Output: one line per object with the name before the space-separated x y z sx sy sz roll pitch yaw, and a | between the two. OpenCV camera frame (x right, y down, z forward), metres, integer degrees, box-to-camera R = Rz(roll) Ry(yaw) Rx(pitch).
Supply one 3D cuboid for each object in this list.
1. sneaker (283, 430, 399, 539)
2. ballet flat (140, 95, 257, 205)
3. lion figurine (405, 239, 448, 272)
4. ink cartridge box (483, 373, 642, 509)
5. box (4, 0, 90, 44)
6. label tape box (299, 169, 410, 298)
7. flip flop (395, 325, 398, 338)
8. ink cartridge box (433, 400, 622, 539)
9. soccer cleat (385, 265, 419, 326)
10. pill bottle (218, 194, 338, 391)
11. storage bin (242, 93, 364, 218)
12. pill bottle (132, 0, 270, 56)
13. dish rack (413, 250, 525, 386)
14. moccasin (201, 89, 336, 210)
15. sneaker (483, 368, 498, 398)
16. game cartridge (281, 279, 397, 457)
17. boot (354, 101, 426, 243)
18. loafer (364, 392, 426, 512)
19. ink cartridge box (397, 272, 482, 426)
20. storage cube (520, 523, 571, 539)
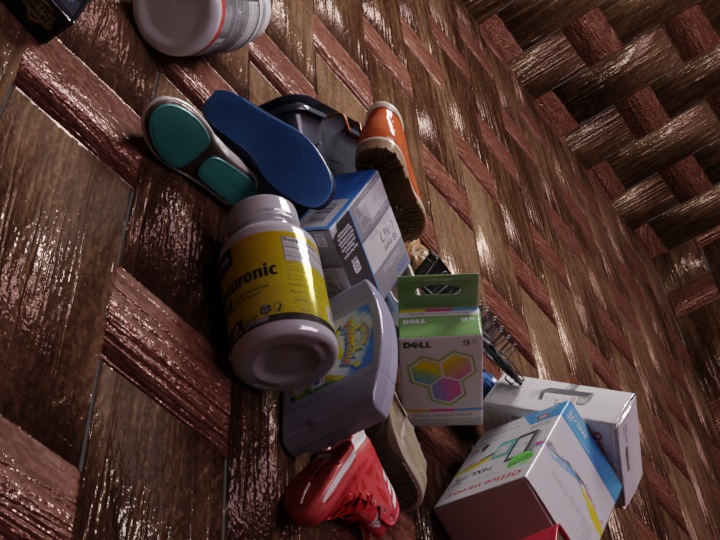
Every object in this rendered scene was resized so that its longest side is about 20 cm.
sneaker | -0.005 0.236 1.168 0.116 0.078 0.200 56 22 -5
ballet flat | -0.189 -0.141 1.279 0.200 0.069 0.069 43 26 -51
lion figurine | 0.068 -0.055 1.715 0.200 0.072 0.122 62 9 21
ink cartridge box | 0.281 0.234 1.575 0.085 0.200 0.146 -42 130 -45
box | -0.359 -0.361 1.194 0.200 0.050 0.199 51 23 -25
label tape box | 0.000 0.000 1.375 0.144 0.063 0.200 -54 131 -48
flip flop | 0.047 0.019 1.597 0.081 0.058 0.200 45 25 -34
ink cartridge box | 0.217 0.292 1.448 0.146 0.147 0.200 59 32 -7
soccer cleat | 0.027 -0.015 1.527 0.069 0.078 0.200 -18 61 -25
pill bottle | -0.093 0.018 1.207 0.111 0.111 0.200 38 29 -44
storage bin | -0.060 -0.126 1.455 0.200 0.145 0.134 17 57 -61
pill bottle | -0.193 -0.331 1.435 0.116 0.116 0.200 59 20 -2
dish rack | 0.161 0.073 1.585 0.200 0.055 0.153 45 -1 42
moccasin | -0.099 -0.144 1.339 0.200 0.080 0.068 46 -1 18
sneaker | 0.144 0.154 1.617 0.200 0.078 0.066 32 36 -48
game cartridge | -0.023 0.098 1.228 0.040 0.133 0.200 52 21 -34
boot | 0.042 -0.123 1.460 0.200 0.075 0.107 75 14 -48
loafer | 0.020 0.180 1.310 0.200 0.076 0.068 68 19 -3
ink cartridge box | 0.100 0.102 1.419 0.059 0.104 0.200 -89 176 -56
storage cube | 0.171 0.409 1.194 0.171 0.180 0.200 56 20 -9
